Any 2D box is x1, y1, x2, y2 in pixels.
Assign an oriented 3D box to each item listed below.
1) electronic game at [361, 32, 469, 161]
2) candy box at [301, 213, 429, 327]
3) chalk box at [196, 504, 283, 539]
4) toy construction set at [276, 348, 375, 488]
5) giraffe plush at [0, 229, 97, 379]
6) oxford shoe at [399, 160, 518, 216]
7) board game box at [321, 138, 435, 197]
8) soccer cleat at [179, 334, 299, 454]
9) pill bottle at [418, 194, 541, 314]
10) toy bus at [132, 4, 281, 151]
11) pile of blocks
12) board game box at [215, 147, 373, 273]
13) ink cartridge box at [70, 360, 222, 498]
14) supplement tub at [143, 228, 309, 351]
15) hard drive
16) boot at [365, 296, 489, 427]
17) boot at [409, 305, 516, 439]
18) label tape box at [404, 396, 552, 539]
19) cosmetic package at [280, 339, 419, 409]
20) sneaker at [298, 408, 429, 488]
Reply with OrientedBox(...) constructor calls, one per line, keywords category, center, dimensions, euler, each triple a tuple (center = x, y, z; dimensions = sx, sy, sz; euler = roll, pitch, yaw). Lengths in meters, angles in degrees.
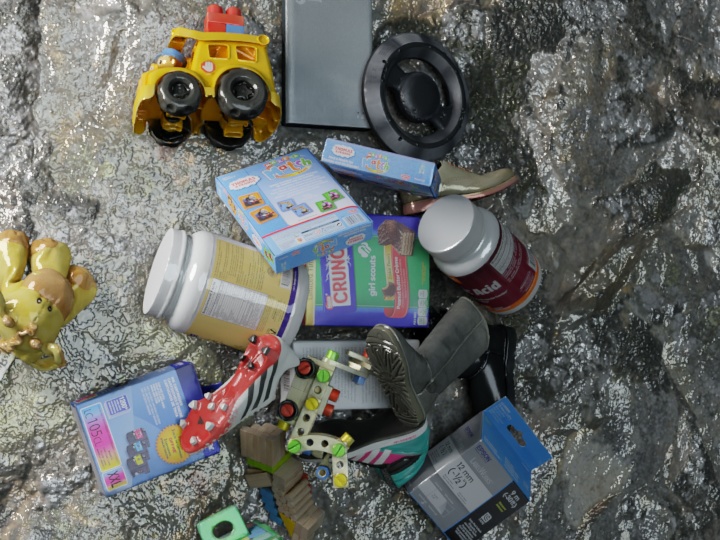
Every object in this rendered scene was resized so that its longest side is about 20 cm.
OrientedBox(category="electronic game", center=(0.087, -0.268, 1.617), dimensions=(0.199, 0.042, 0.201), euler=(2, 87, -32))
OrientedBox(category="candy box", center=(0.000, 0.000, 1.557), dimensions=(0.199, 0.077, 0.170), euler=(2, 86, -20))
OrientedBox(category="chalk box", center=(-0.160, 0.430, 1.448), dimensions=(0.124, 0.124, 0.201), euler=(-24, 96, -21))
OrientedBox(category="toy construction set", center=(-0.041, 0.189, 1.448), dimensions=(0.131, 0.092, 0.201), euler=(22, 73, 6))
OrientedBox(category="giraffe plush", center=(-0.427, 0.049, 1.343), dimensions=(0.172, 0.162, 0.201), euler=(16, 81, -20))
OrientedBox(category="oxford shoe", center=(0.153, -0.140, 1.628), dimensions=(0.199, 0.071, 0.074), euler=(-15, 90, -21))
OrientedBox(category="board game box", center=(0.035, -0.142, 1.484), dimensions=(0.151, 0.200, 0.037), euler=(14, 92, 6))
OrientedBox(category="soccer cleat", center=(-0.162, 0.173, 1.404), dimensions=(0.200, 0.069, 0.085), euler=(-51, 136, 2))
OrientedBox(category="pill bottle", center=(0.179, -0.024, 1.569), dimensions=(0.200, 0.114, 0.115), euler=(38, 73, -43))
OrientedBox(category="toy bus", center=(-0.220, -0.281, 1.467), dimensions=(0.199, 0.136, 0.193), euler=(-1, 75, -18))
OrientedBox(category="pile of blocks", center=(-0.111, 0.303, 1.514), dimensions=(0.062, 0.082, 0.201), euler=(-35, 109, -50))
OrientedBox(category="board game box", center=(-0.096, -0.089, 1.474), dimensions=(0.151, 0.200, 0.037), euler=(-21, 137, -21))
OrientedBox(category="ink cartridge box", center=(-0.281, 0.210, 1.441), dimensions=(0.199, 0.076, 0.137), euler=(-20, 95, -22))
OrientedBox(category="supplement tub", center=(-0.186, 0.030, 1.447), dimensions=(0.199, 0.145, 0.146), euler=(18, 81, -19))
OrientedBox(category="hard drive", center=(-0.050, -0.315, 1.577), dimensions=(0.139, 0.033, 0.201), euler=(1, 87, -21))
OrientedBox(category="boot", center=(0.103, 0.101, 1.485), dimensions=(0.200, 0.072, 0.182), euler=(-41, 129, -31))
OrientedBox(category="boot", center=(0.157, 0.158, 1.612), dimensions=(0.162, 0.073, 0.199), euler=(11, 76, -23))
OrientedBox(category="label tape box", center=(0.182, 0.307, 1.572), dimensions=(0.200, 0.066, 0.143), euler=(-36, 113, 5))
OrientedBox(category="cosmetic package", center=(-0.015, 0.152, 1.546), dimensions=(0.199, 0.071, 0.102), euler=(2, 88, -20))
OrientedBox(category="sneaker", center=(0.012, 0.273, 1.550), dimensions=(0.199, 0.084, 0.121), euler=(-12, 128, 8))
